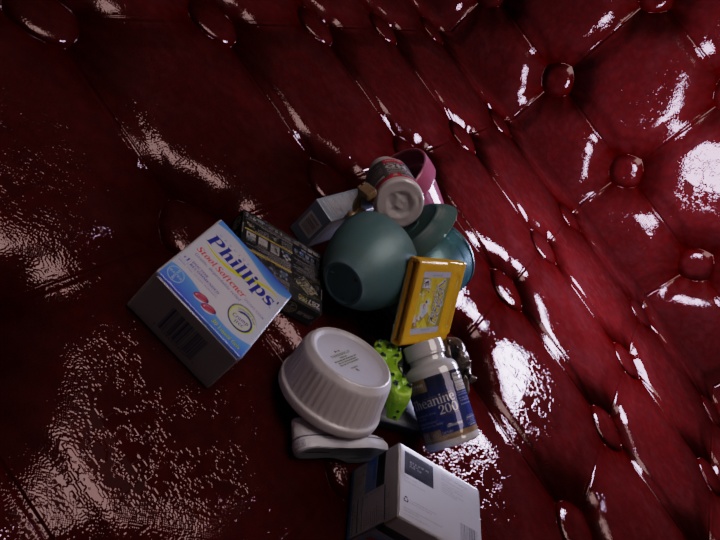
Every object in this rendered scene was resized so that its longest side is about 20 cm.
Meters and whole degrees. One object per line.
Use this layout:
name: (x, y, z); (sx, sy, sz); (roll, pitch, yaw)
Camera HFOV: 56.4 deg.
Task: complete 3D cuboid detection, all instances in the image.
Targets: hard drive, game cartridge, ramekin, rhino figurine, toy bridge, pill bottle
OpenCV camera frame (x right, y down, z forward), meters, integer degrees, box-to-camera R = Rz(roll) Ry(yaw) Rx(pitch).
hard drive: (0.057, 0.247, 1.335); (0.198, 0.033, 0.142); (24, 42, -38)
game cartridge: (0.144, 0.063, 1.385); (0.032, 0.180, 0.198); (19, 10, 37)
ramekin: (-0.036, 0.185, 1.161); (0.200, 0.095, 0.203); (27, 22, -11)
rhino figurine: (0.218, 0.216, 1.486); (0.201, 0.059, 0.088); (66, 1, -53)
toy bridge: (0.012, -0.109, 1.426); (0.027, 0.202, 0.067); (-35, 56, -20)
pill bottle: (0.069, -0.183, 1.486); (0.110, 0.111, 0.201); (35, 16, -23)
pill bottle: (0.150, 0.239, 1.308); (0.110, 0.110, 0.204); (-2, 71, -51)

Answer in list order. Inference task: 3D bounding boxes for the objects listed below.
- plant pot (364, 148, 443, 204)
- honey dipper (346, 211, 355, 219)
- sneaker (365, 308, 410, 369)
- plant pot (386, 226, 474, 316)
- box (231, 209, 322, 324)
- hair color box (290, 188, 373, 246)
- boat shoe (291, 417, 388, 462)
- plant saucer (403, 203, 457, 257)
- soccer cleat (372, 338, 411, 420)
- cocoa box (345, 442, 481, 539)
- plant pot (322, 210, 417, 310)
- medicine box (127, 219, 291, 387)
plant pot: (0.126, -0.175, 1.698); (0.180, 0.197, 0.202); (50, 29, -30)
honey dipper: (0.002, -0.028, 1.440); (0.038, 0.037, 0.204); (-45, 126, -58)
sneaker: (0.097, 0.153, 1.438); (0.200, 0.060, 0.104); (50, 22, 22)
plant pot: (0.134, 0.015, 1.520); (0.201, 0.199, 0.188); (48, 46, -5)
box: (-0.160, -0.007, 1.293); (0.198, 0.049, 0.163); (30, 36, -31)
hair color box: (-0.056, -0.119, 1.482); (0.061, 0.099, 0.199); (54, 32, 8)
boat shoe: (-0.032, 0.283, 1.150); (0.198, 0.073, 0.068); (18, 46, -41)
plant saucer: (0.116, -0.081, 1.430); (0.036, 0.198, 0.201); (47, 32, -19)
soccer cleat: (0.051, 0.203, 1.285); (0.066, 0.082, 0.201); (15, 22, -14)
cocoa box: (0.091, 0.410, 1.128); (0.199, 0.131, 0.135); (35, 36, -24)
plant pot: (0.000, 0.000, 1.344); (0.201, 0.200, 0.134); (52, 41, 1)
medicine box: (-0.238, 0.048, 1.092); (0.182, 0.103, 0.201); (47, 34, -8)
